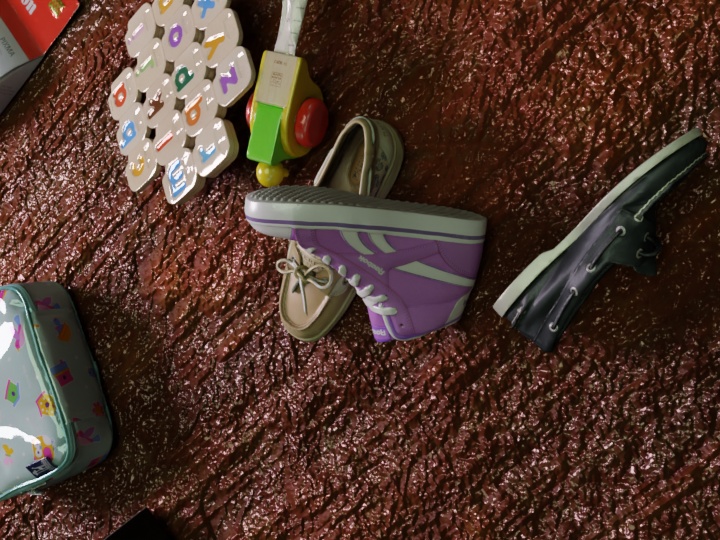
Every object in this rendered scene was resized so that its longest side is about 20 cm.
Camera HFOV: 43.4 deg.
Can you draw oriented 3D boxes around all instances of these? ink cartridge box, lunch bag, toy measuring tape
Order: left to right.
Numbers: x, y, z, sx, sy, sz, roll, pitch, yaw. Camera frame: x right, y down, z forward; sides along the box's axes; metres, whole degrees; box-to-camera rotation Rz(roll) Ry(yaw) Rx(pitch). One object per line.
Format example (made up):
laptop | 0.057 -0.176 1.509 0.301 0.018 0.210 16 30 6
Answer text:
ink cartridge box | -0.403 -0.263 0.952 0.200 0.050 0.163 -44 73 22
lunch bag | -0.342 0.126 0.908 0.158 0.077 0.204 -25 80 23
toy measuring tape | -0.054 -0.171 0.778 0.072 0.073 0.205 17 98 23

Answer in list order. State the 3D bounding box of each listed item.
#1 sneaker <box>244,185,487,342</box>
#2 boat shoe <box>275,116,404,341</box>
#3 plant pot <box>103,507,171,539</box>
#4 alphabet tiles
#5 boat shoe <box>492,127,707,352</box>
sneaker | 0.000 0.000 0.709 0.196 0.073 0.117 9 104 -14
boat shoe | -0.028 -0.035 0.770 0.072 0.062 0.204 24 100 22
plant pot | -0.224 0.373 0.798 0.177 0.200 0.201 40 105 8
alphabet tiles | -0.167 -0.169 0.832 0.194 0.014 0.204 -34 66 35
boat shoe | 0.187 -0.015 0.665 0.199 0.074 0.066 -45 75 19
